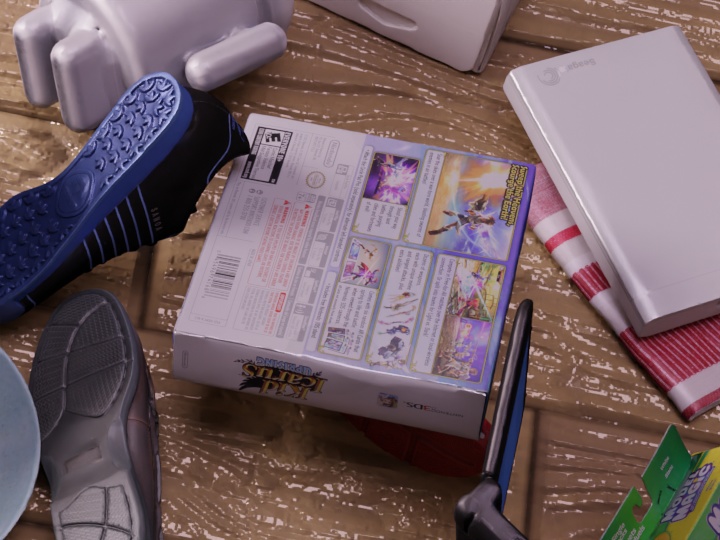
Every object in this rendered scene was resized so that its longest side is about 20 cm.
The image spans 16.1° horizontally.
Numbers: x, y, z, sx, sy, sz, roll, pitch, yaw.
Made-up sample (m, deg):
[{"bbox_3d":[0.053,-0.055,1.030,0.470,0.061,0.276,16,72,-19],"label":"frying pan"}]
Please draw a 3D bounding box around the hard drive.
[{"bbox_3d":[0.193,-0.061,1.641,0.132,0.026,0.200,-16,63,-20],"label":"hard drive"}]

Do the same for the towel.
[{"bbox_3d":[0.204,-0.011,1.639,0.144,0.023,0.200,-27,66,-25],"label":"towel"}]

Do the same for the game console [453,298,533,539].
[{"bbox_3d":[0.112,0.140,1.395,0.116,0.200,0.176,-43,73,-13],"label":"game console"}]

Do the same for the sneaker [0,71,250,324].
[{"bbox_3d":[-0.151,-0.030,1.509,0.078,0.200,0.070,30,26,-45],"label":"sneaker"}]

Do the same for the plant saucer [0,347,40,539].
[{"bbox_3d":[-0.283,0.105,1.445,0.200,0.039,0.202,6,56,-9],"label":"plant saucer"}]

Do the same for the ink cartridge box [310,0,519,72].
[{"bbox_3d":[0.060,-0.253,1.730,0.144,0.084,0.200,25,56,5],"label":"ink cartridge box"}]

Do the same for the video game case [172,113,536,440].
[{"bbox_3d":[0.000,0.000,1.495,0.181,0.046,0.200,10,44,6],"label":"video game case"}]

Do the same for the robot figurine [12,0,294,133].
[{"bbox_3d":[-0.124,-0.164,1.614,0.200,0.113,0.169,-32,50,-28],"label":"robot figurine"}]

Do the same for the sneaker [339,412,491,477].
[{"bbox_3d":[0.018,0.031,1.537,0.200,0.078,0.116,35,58,10],"label":"sneaker"}]

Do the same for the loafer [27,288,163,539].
[{"bbox_3d":[-0.148,0.106,1.472,0.072,0.063,0.200,-18,53,13],"label":"loafer"}]

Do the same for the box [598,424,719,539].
[{"bbox_3d":[0.222,0.189,1.440,0.200,0.048,0.117,46,55,-14],"label":"box"}]
